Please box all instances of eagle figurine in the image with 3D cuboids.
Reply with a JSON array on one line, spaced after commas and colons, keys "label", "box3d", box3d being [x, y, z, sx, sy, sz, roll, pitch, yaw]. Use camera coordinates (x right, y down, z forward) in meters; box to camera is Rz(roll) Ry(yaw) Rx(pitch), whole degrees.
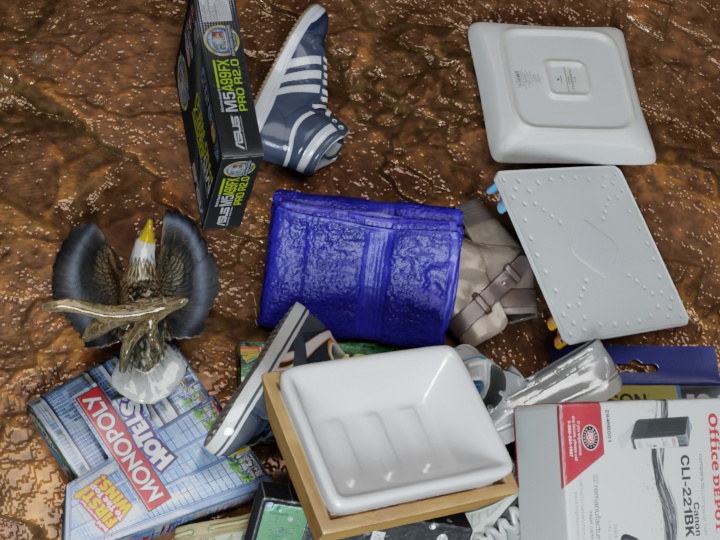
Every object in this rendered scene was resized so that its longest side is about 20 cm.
[{"label": "eagle figurine", "box3d": [-0.213, 0.018, 1.301, 0.152, 0.200, 0.151, 40, 93, -16]}]

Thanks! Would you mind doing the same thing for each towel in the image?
[{"label": "towel", "box3d": [0.000, 0.000, 1.367, 0.199, 0.050, 0.149, 7, 96, 1]}]

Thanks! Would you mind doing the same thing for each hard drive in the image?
[{"label": "hard drive", "box3d": [-0.011, 0.272, 1.228, 0.199, 0.038, 0.141, 10, 107, -15]}]

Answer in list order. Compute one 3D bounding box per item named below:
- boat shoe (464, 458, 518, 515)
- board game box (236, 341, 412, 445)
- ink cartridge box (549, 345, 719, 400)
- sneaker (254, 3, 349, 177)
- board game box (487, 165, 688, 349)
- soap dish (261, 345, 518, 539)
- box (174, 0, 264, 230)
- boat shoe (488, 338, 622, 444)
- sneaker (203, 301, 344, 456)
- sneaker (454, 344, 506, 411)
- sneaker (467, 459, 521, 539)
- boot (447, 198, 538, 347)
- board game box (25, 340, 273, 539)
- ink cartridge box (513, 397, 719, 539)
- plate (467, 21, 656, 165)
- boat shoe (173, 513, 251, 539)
[{"label": "boat shoe", "box3d": [0.066, 0.190, 1.268, 0.199, 0.057, 0.067, -1, 48, -19]}, {"label": "board game box", "box3d": [-0.025, 0.124, 1.367, 0.199, 0.023, 0.105, 1, 64, -14]}, {"label": "ink cartridge box", "box3d": [0.307, 0.167, 1.416, 0.196, 0.047, 0.201, 1, 69, -12]}, {"label": "sneaker", "box3d": [-0.051, -0.191, 1.476, 0.108, 0.070, 0.201, 25, 65, -1]}, {"label": "board game box", "box3d": [0.245, -0.018, 1.458, 0.199, 0.026, 0.201, -6, 66, -39]}, {"label": "soap dish", "box3d": [0.022, 0.153, 1.193, 0.199, 0.081, 0.158, -6, 54, -29]}, {"label": "box", "box3d": [-0.148, -0.166, 1.390, 0.044, 0.160, 0.201, -5, 68, -17]}, {"label": "boat shoe", "box3d": [0.161, 0.127, 1.355, 0.199, 0.072, 0.069, -23, 90, 4]}, {"label": "sneaker", "box3d": [-0.073, 0.114, 1.282, 0.079, 0.078, 0.200, 38, 44, -5]}, {"label": "sneaker", "box3d": [0.041, 0.130, 1.337, 0.199, 0.087, 0.075, -21, 116, -5]}, {"label": "sneaker", "box3d": [0.122, 0.244, 1.329, 0.199, 0.075, 0.081, -31, 56, -21]}, {"label": "boot", "box3d": [0.089, 0.015, 1.422, 0.199, 0.070, 0.147, -21, 81, -13]}, {"label": "board game box", "box3d": [-0.221, 0.178, 1.273, 0.199, 0.062, 0.200, -31, 77, -25]}, {"label": "ink cartridge box", "box3d": [0.253, 0.197, 1.290, 0.199, 0.084, 0.145, 1, 82, -28]}, {"label": "plate", "box3d": [0.234, -0.212, 1.562, 0.199, 0.032, 0.201, 0, 60, -12]}, {"label": "boat shoe", "box3d": [-0.075, 0.236, 1.275, 0.199, 0.073, 0.063, -19, 75, -20]}]
